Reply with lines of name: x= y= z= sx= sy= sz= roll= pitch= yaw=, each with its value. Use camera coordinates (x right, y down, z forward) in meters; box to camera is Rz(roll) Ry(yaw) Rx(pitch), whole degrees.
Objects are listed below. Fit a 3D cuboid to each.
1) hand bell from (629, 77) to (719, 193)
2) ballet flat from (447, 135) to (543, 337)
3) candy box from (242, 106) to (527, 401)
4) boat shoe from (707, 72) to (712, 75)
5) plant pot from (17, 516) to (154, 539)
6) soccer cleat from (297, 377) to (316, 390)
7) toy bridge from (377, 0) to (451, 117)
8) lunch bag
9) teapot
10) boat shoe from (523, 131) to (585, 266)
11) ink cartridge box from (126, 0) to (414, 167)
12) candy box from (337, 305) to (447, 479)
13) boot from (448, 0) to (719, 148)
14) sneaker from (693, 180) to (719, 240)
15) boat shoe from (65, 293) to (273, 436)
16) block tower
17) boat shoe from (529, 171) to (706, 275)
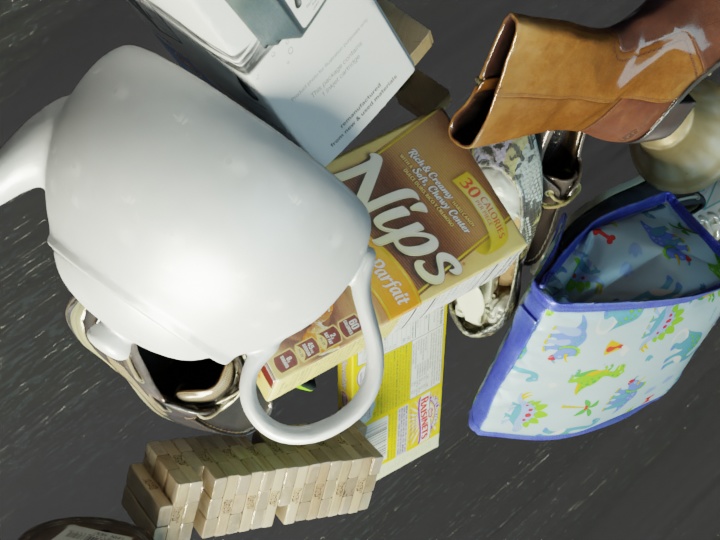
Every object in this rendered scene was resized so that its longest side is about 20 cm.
hand bell: x=0.232 y=-0.133 z=0.957 sx=0.199 sy=0.104 sz=0.105 roll=14 pitch=106 yaw=-55
ballet flat: x=0.103 y=-0.028 z=0.935 sx=0.071 sy=0.072 sz=0.203 roll=-24 pitch=132 yaw=-32
candy box: x=-0.002 y=-0.014 z=0.785 sx=0.198 sy=0.116 sz=0.055 roll=-27 pitch=168 yaw=-19
boat shoe: x=0.284 y=-0.258 z=0.954 sx=0.073 sy=0.062 sz=0.203 roll=-47 pitch=153 yaw=-59
plant pot: x=-0.190 y=0.278 z=0.791 sx=0.185 sy=0.186 sz=0.203 roll=-4 pitch=105 yaw=-43
soccer cleat: x=0.000 y=0.000 z=0.845 sx=0.201 sy=0.081 sz=0.068 roll=-51 pitch=141 yaw=-10
toy bridge: x=0.015 y=-0.159 z=0.762 sx=0.027 sy=0.067 sz=0.200 roll=-49 pitch=160 yaw=-7
lunch bag: x=0.185 y=0.046 z=0.959 sx=0.198 sy=0.128 sz=0.171 roll=-20 pitch=145 yaw=-34
teapot: x=-0.096 y=-0.014 z=0.650 sx=0.147 sy=0.199 sz=0.197 roll=-57 pitch=140 yaw=-4
boat shoe: x=0.149 y=-0.087 z=0.955 sx=0.071 sy=0.059 sz=0.203 roll=-18 pitch=128 yaw=-37
ink cartridge box: x=-0.078 y=-0.165 z=0.605 sx=0.086 sy=0.146 sz=0.200 roll=-48 pitch=140 yaw=-5
candy box: x=0.026 y=0.086 z=0.974 sx=0.101 sy=0.026 sz=0.202 roll=-25 pitch=131 yaw=-33
boot: x=0.167 y=-0.164 z=0.788 sx=0.198 sy=0.069 sz=0.189 roll=-4 pitch=143 yaw=-35
sneaker: x=0.337 y=-0.061 z=1.150 sx=0.200 sy=0.080 sz=0.071 roll=-39 pitch=139 yaw=-18
boat shoe: x=-0.115 y=0.070 z=0.784 sx=0.075 sy=0.073 sz=0.200 roll=-52 pitch=140 yaw=-4
block tower: x=-0.073 y=0.155 z=0.881 sx=0.198 sy=0.058 sz=0.055 roll=-3 pitch=120 yaw=-38
boat shoe: x=0.235 y=-0.036 z=1.063 sx=0.199 sy=0.062 sz=0.075 roll=-29 pitch=161 yaw=-33
